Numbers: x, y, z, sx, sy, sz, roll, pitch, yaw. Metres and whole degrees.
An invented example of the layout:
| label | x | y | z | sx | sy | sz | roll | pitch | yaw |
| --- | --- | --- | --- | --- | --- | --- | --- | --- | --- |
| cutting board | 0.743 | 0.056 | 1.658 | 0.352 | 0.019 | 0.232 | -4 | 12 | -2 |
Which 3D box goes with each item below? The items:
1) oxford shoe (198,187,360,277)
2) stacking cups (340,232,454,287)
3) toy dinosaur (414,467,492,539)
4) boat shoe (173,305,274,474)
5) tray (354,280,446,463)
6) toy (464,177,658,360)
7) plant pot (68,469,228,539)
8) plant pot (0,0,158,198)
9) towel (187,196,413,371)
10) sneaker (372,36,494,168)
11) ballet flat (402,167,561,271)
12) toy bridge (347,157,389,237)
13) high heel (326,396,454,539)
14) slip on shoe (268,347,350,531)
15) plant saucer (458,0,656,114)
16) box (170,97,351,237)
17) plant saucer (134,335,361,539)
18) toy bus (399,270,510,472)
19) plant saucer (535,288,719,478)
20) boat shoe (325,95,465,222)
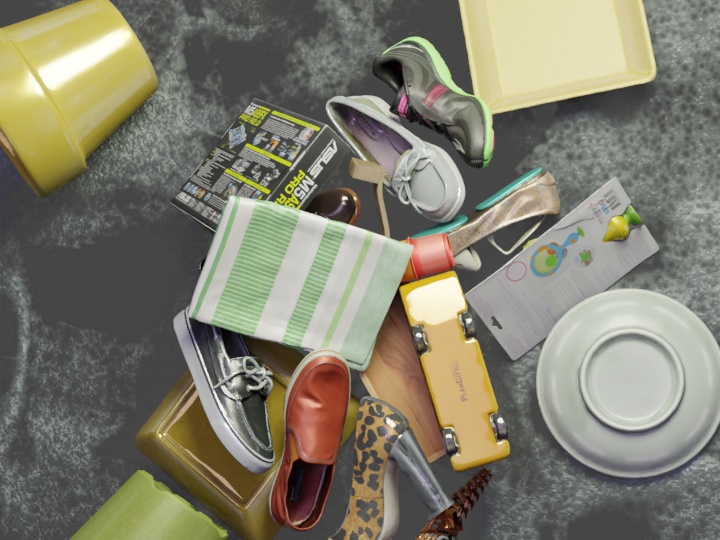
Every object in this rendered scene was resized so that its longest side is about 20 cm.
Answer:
| label | x | y | z | sx | sy | sz | roll | pitch | yaw |
| --- | --- | --- | --- | --- | --- | --- | --- | --- | --- |
| oxford shoe | -0.091 | -0.034 | 1.451 | 0.199 | 0.073 | 0.071 | -32 | 72 | 4 |
| stacking cups | 0.000 | 0.000 | 1.377 | 0.199 | 0.061 | 0.061 | -13 | 76 | 5 |
| toy dinosaur | 0.091 | 0.307 | 1.332 | 0.135 | 0.102 | 0.201 | 19 | 104 | 32 |
| boat shoe | -0.129 | 0.115 | 1.363 | 0.068 | 0.074 | 0.200 | -34 | 63 | 18 |
| tray | 0.050 | 0.106 | 1.393 | 0.098 | 0.037 | 0.201 | -29 | 79 | -3 |
| toy | 0.211 | -0.007 | 1.379 | 0.200 | 0.115 | 0.047 | -36 | 34 | 5 |
| plant pot | -0.240 | 0.322 | 1.359 | 0.200 | 0.200 | 0.190 | 33 | 76 | 17 |
| plant pot | -0.348 | -0.217 | 1.496 | 0.189 | 0.201 | 0.201 | -35 | 72 | -14 |
| towel | -0.064 | 0.014 | 1.329 | 0.199 | 0.023 | 0.153 | 17 | 110 | -11 |
| sneaker | 0.079 | -0.177 | 1.424 | 0.083 | 0.077 | 0.200 | -20 | 52 | -23 |
| ballet flat | 0.131 | -0.039 | 1.410 | 0.199 | 0.068 | 0.067 | -28 | 97 | 7 |
| toy bridge | -0.006 | -0.021 | 1.421 | 0.067 | 0.027 | 0.201 | 11 | 107 | -19 |
| high heel | -0.011 | 0.231 | 1.362 | 0.200 | 0.071 | 0.143 | -36 | 81 | 23 |
| slip on shoe | -0.048 | 0.180 | 1.345 | 0.074 | 0.061 | 0.201 | 10 | 99 | -24 |
| plant saucer | 0.217 | -0.279 | 1.449 | 0.199 | 0.048 | 0.201 | -10 | 77 | 10 |
| box | -0.114 | -0.103 | 1.420 | 0.160 | 0.044 | 0.200 | -52 | 32 | -6 |
| plant saucer | -0.131 | 0.170 | 1.422 | 0.200 | 0.048 | 0.200 | 36 | 88 | 17 |
| toy bus | 0.096 | 0.105 | 1.334 | 0.065 | 0.078 | 0.201 | -16 | 80 | -2 |
| plant saucer | 0.282 | 0.115 | 1.343 | 0.199 | 0.050 | 0.201 | -2 | 80 | 10 |
| boat shoe | 0.037 | -0.126 | 1.421 | 0.202 | 0.065 | 0.075 | 51 | 121 | 30 |
